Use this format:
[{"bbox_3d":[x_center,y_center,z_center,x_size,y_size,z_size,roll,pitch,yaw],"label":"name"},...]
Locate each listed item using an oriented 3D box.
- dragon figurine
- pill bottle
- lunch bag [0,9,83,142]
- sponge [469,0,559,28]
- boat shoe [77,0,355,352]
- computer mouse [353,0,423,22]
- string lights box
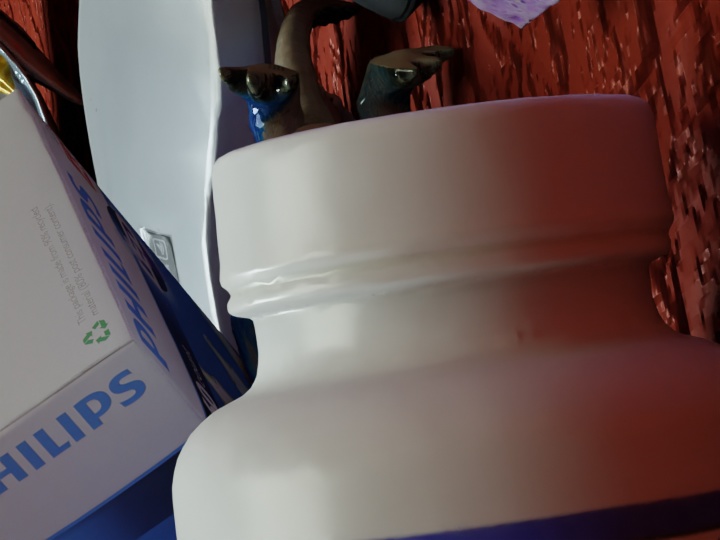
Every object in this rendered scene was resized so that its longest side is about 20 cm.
[{"bbox_3d":[0.000,0.000,0.697,0.200,0.059,0.100,-126,32,-62],"label":"dragon figurine"},{"bbox_3d":[0.026,0.074,0.512,0.112,0.112,0.201,158,104,-77],"label":"pill bottle"},{"bbox_3d":[-0.196,-0.061,1.373,0.170,0.127,0.201,-138,33,-74],"label":"lunch bag"},{"bbox_3d":[-0.036,-0.113,0.525,0.030,0.200,0.112,-65,9,-11],"label":"sponge"},{"bbox_3d":[-0.032,-0.024,0.803,0.073,0.065,0.201,25,127,46],"label":"boat shoe"},{"bbox_3d":[-0.027,-0.140,0.766,0.141,0.046,0.201,112,148,-63],"label":"computer mouse"},{"bbox_3d":[-0.041,0.061,0.689,0.200,0.059,0.103,53,-175,-41],"label":"string lights box"}]
